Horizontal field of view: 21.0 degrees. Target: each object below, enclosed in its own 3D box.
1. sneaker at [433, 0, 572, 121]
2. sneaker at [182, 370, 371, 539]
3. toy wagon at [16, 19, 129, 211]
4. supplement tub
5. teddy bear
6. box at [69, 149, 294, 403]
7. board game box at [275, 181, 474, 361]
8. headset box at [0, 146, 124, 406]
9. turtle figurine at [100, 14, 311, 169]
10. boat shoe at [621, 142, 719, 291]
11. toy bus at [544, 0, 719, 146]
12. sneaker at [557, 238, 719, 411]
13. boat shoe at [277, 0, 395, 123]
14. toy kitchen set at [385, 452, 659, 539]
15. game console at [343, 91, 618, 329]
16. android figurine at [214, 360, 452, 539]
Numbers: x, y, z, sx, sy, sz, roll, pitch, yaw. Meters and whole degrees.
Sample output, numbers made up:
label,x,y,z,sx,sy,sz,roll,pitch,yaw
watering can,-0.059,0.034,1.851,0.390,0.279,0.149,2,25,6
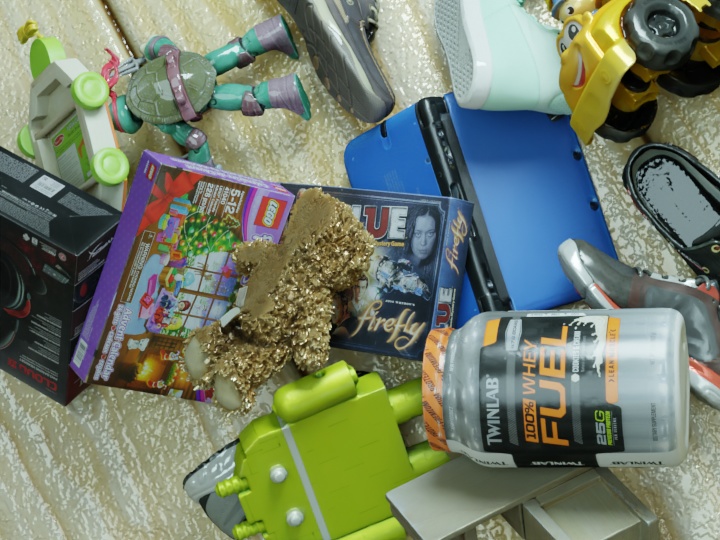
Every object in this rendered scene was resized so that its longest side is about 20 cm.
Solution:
label,x,y,z,sx,sy,sz,roll,pitch,yaw
sneaker,0.130,-0.204,1.635,0.117,0.074,0.202,8,50,-18
sneaker,-0.057,0.155,1.673,0.200,0.074,0.080,-39,83,16
toy wagon,-0.258,-0.125,1.716,0.155,0.039,0.202,-27,76,57
supplement tub,0.153,0.092,1.510,0.198,0.122,0.124,-2,86,14
teddy bear,-0.066,0.032,1.598,0.144,0.067,0.201,13,70,49
box,-0.151,0.009,1.659,0.039,0.136,0.202,37,110,52
board game box,0.000,0.000,1.640,0.199,0.034,0.137,6,87,41
headset box,-0.289,0.013,1.700,0.148,0.075,0.201,28,133,17
turtle figurine,-0.149,-0.150,1.705,0.198,0.101,0.151,-17,82,8
boat shoe,0.293,-0.027,1.587,0.201,0.063,0.074,45,96,12
toy bus,0.212,-0.225,1.549,0.199,0.136,0.192,-33,75,-26
sneaker,0.249,0.029,1.584,0.200,0.077,0.082,40,90,-5
boat shoe,-0.016,-0.223,1.674,0.073,0.075,0.201,-26,79,-19
toy kitchen set,0.121,0.237,1.580,0.162,0.182,0.200,-23,39,-18
game console,0.101,-0.047,1.664,0.170,0.118,0.202,-26,77,44
android figurine,-0.023,0.163,1.625,0.198,0.041,0.183,-20,118,-7
